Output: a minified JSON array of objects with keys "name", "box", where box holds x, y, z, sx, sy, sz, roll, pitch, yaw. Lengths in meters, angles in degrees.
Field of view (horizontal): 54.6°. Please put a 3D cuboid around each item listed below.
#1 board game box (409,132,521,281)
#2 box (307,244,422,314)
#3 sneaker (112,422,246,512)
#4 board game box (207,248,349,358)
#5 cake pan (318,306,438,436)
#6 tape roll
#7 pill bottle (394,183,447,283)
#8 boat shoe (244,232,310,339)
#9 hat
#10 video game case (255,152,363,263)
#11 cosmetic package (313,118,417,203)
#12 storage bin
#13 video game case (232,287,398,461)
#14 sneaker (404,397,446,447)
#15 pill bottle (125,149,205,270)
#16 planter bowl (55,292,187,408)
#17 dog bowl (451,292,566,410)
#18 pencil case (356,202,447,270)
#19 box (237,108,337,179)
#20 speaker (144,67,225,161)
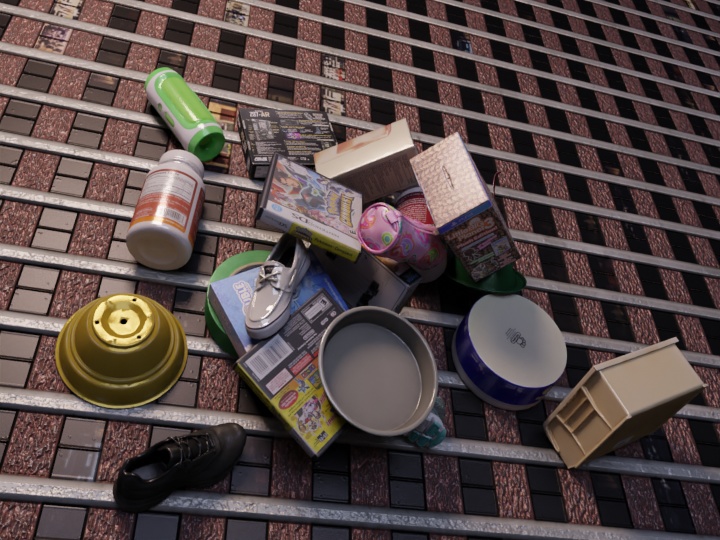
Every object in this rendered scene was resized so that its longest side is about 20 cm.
[{"name":"board game box","box":[0.185,-0.107,1.222,0.095,0.200,0.162,-27,54,14]},{"name":"box","box":[0.000,0.000,1.243,0.199,0.118,0.060,40,31,15]},{"name":"sneaker","box":[-0.243,0.262,0.968,0.197,0.092,0.076,-23,61,-34]},{"name":"board game box","box":[-0.116,0.079,1.127,0.196,0.044,0.202,-20,64,-31]},{"name":"cake pan","box":[0.024,0.154,1.053,0.196,0.037,0.205,12,58,-19]},{"name":"tape roll","box":[-0.164,0.060,1.183,0.195,0.049,0.204,10,52,-13]},{"name":"pill bottle","box":[0.116,-0.086,1.360,0.110,0.114,0.203,14,50,-8]},{"name":"boat shoe","box":[-0.131,0.015,1.081,0.070,0.067,0.202,5,43,23]},{"name":"hat","box":[0.242,-0.077,1.324,0.162,0.180,0.200,-2,23,-26]},{"name":"video game case","box":[-0.079,-0.110,1.175,0.177,0.026,0.202,23,32,-14]},{"name":"cosmetic package","box":[0.018,-0.202,1.362,0.196,0.104,0.089,-18,52,8]},{"name":"storage bin","box":[0.439,0.229,1.174,0.196,0.200,0.095,-12,55,-28]},{"name":"video game case","box":[-0.063,0.150,1.054,0.181,0.026,0.199,47,54,5]},{"name":"sneaker","box":[0.056,0.207,1.147,0.198,0.078,0.091,32,32,2]},{"name":"pill bottle","box":[-0.331,-0.111,1.216,0.109,0.113,0.203,12,49,-10]},{"name":"planter bowl","box":[-0.360,0.098,1.059,0.195,0.084,0.204,10,51,-13]},{"name":"dog bowl","box":[0.268,0.143,1.259,0.195,0.079,0.204,10,51,-12]},{"name":"pencil case","box":[0.075,-0.054,1.161,0.198,0.087,0.088,14,38,-56]},{"name":"box","box":[-0.147,-0.264,1.450,0.195,0.044,0.163,-4,55,-23]},{"name":"speaker","box":[-0.350,-0.311,1.385,0.087,0.089,0.201,-24,64,-34]}]
